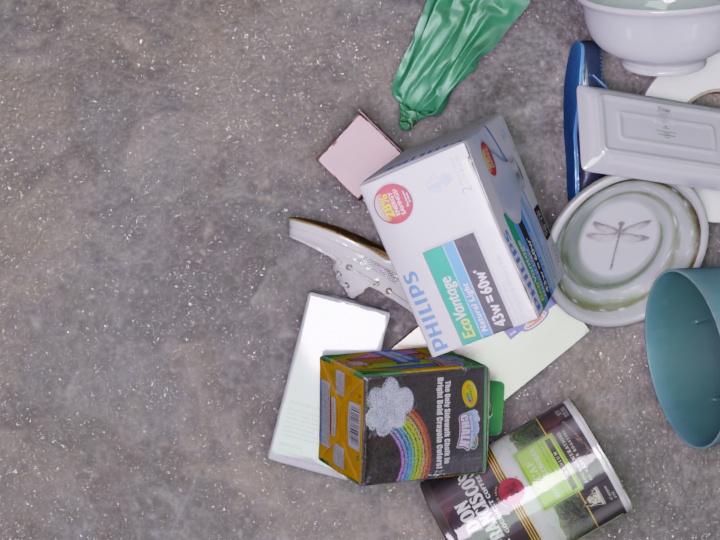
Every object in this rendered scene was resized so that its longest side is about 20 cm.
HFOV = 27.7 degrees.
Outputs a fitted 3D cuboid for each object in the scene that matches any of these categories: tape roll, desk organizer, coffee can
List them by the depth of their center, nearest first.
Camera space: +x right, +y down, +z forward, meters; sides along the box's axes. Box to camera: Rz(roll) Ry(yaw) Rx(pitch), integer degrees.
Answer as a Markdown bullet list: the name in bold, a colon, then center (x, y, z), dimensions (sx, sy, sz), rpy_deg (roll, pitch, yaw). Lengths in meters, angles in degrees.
- **coffee can**: center (0.188, 0.257, 1.662), dimensions (0.199, 0.146, 0.147), rpy_deg (-30, 92, 2)
- **desk organizer**: center (0.046, -0.088, 1.682), dimensions (0.200, 0.072, 0.077), rpy_deg (44, 95, -1)
- **tape roll**: center (0.413, -0.156, 1.690), dimensions (0.201, 0.037, 0.205), rpy_deg (0, 92, 1)

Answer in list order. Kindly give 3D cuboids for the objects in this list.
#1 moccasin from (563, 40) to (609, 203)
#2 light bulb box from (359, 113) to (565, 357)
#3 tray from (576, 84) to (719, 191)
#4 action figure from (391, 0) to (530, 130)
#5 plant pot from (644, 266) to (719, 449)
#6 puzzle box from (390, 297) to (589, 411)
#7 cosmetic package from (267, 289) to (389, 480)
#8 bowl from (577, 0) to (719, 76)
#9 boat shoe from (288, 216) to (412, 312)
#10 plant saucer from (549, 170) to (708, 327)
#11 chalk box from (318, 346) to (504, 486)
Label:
- **moccasin**: center (0.272, -0.165, 1.681), dimensions (0.068, 0.081, 0.202), rpy_deg (-3, 107, -4)
- **light bulb box**: center (0.113, -0.042, 1.538), dimensions (0.124, 0.200, 0.200), rpy_deg (-21, 98, 19)
- **tray**: center (0.336, -0.149, 1.617), dimensions (0.198, 0.022, 0.108), rpy_deg (7, 65, -15)
- **action figure**: center (0.095, -0.251, 1.681), dimensions (0.118, 0.055, 0.201), rpy_deg (29, 100, -2)
- **plant pot**: center (0.433, 0.086, 1.631), dimensions (0.160, 0.200, 0.202), rpy_deg (-9, 93, -14)
- **puzzle box**: center (0.152, 0.081, 1.712), dimensions (0.200, 0.025, 0.133), rpy_deg (-38, 92, 2)
- **cosmetic package**: center (-0.036, 0.131, 1.695), dimensions (0.101, 0.074, 0.202), rpy_deg (15, 91, -1)
- **bowl**: center (0.338, -0.273, 1.624), dimensions (0.199, 0.201, 0.091), rpy_deg (-4, 116, 1)
- **boat shoe**: center (0.000, 0.000, 1.687), dimensions (0.199, 0.071, 0.070), rpy_deg (25, 99, 2)
- **plant saucer**: center (0.298, -0.033, 1.670), dimensions (0.198, 0.050, 0.202), rpy_deg (-6, 119, -11)
- **chalk box**: center (0.066, 0.157, 1.623), dimensions (0.198, 0.124, 0.126), rpy_deg (-2, 98, -26)
